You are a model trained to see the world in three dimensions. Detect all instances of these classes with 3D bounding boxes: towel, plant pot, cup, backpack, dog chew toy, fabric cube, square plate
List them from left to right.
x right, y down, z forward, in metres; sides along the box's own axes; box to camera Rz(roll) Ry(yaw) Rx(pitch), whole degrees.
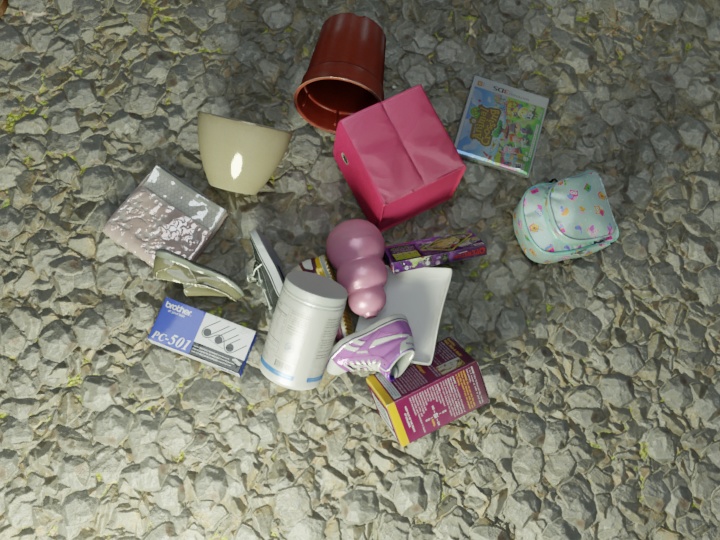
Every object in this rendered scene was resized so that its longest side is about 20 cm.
[{"bbox_3d":[-0.410,-0.102,1.695,0.199,0.032,0.192,33,76,7],"label":"towel"},{"bbox_3d":[-0.254,-0.240,1.676,0.198,0.200,0.145,14,99,0],"label":"cup"},{"bbox_3d":[-0.029,-0.432,1.735,0.198,0.201,0.197,10,66,-1],"label":"plant pot"},{"bbox_3d":[0.000,0.000,1.642,0.123,0.125,0.202,-11,74,-6],"label":"dog chew toy"},{"bbox_3d":[0.076,-0.226,1.674,0.199,0.196,0.201,-25,79,-11],"label":"fabric cube"},{"bbox_3d":[0.086,0.088,1.630,0.197,0.028,0.202,3,70,37],"label":"square plate"},{"bbox_3d":[0.427,-0.110,1.690,0.198,0.153,0.178,-15,81,-1],"label":"backpack"}]

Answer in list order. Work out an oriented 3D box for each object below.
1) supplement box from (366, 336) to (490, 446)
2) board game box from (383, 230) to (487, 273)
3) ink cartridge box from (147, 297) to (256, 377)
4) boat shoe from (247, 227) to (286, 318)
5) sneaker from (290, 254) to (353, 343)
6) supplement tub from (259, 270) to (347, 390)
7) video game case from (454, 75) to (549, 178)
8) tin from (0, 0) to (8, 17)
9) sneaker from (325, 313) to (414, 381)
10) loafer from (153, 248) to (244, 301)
[{"bbox_3d":[0.130,0.234,1.571,0.198,0.131,0.104,-25,112,-9],"label":"supplement box"},{"bbox_3d":[0.151,-0.041,1.670,0.198,0.120,0.033,-11,113,-6],"label":"board game box"},{"bbox_3d":[-0.319,0.135,1.627,0.198,0.044,0.095,20,73,2],"label":"ink cartridge box"},{"bbox_3d":[-0.197,0.007,1.659,0.068,0.074,0.201,-30,73,9],"label":"boat shoe"},{"bbox_3d":[-0.079,0.073,1.653,0.089,0.075,0.202,-20,76,9],"label":"sneaker"},{"bbox_3d":[-0.112,0.117,1.562,0.131,0.132,0.202,20,106,2],"label":"supplement tub"},{"bbox_3d":[0.316,-0.325,1.805,0.180,0.022,0.202,17,74,2],"label":"video game case"},{"bbox_3d":[-0.876,-0.574,1.793,0.112,0.042,0.201,35,76,10],"label":"tin"},{"bbox_3d":[0.017,0.177,1.568,0.200,0.072,0.115,-33,51,22],"label":"sneaker"},{"bbox_3d":[-0.334,0.022,1.639,0.198,0.075,0.070,24,88,-11],"label":"loafer"}]
